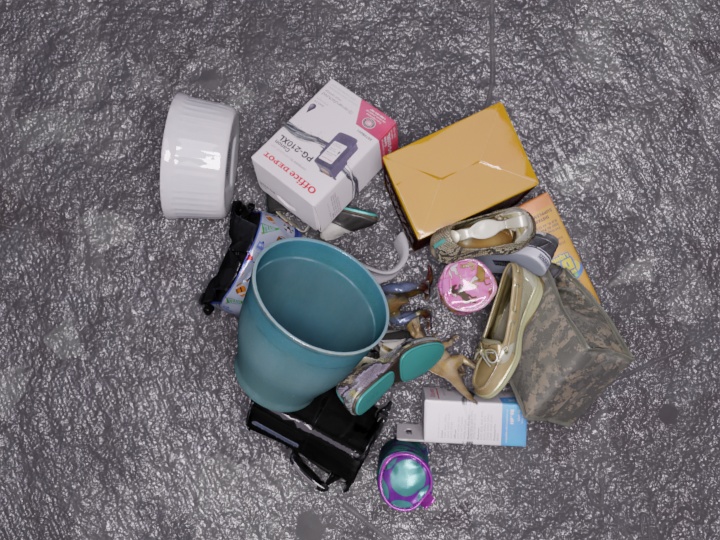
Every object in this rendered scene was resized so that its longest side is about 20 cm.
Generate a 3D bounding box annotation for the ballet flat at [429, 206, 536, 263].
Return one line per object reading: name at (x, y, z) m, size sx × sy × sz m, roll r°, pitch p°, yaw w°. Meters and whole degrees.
ballet flat at (0.193, -0.056, 1.106) m, size 0.198 × 0.075 × 0.069 m, roll -14°, pitch 78°, yaw -27°

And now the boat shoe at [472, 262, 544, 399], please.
boat shoe at (0.208, 0.090, 1.150) m, size 0.063 × 0.073 × 0.203 m, roll 28°, pitch 85°, yaw -25°

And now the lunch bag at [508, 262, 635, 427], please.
lunch bag at (0.294, 0.108, 1.178) m, size 0.116 × 0.201 × 0.165 m, roll 13°, pitch 126°, yaw -27°

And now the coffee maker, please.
coffee maker at (-0.065, 0.222, 1.210) m, size 0.198 × 0.135 × 0.194 m, roll 28°, pitch 115°, yaw 5°

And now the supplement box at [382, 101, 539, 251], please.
supplement box at (0.147, -0.138, 1.212) m, size 0.195 × 0.200 × 0.134 m, roll -25°, pitch 86°, yaw 1°

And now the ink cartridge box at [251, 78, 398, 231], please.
ink cartridge box at (-0.056, -0.187, 1.246) m, size 0.144 × 0.085 × 0.200 m, roll 37°, pitch 72°, yaw 20°

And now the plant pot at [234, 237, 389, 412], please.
plant pot at (-0.087, 0.091, 1.084) m, size 0.199 × 0.200 × 0.189 m, roll 36°, pitch 129°, yaw 5°

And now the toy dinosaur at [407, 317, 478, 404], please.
toy dinosaur at (0.142, 0.153, 1.234) m, size 0.201 × 0.100 × 0.059 m, roll 53°, pitch 127°, yaw 35°

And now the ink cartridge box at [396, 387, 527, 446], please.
ink cartridge box at (0.156, 0.229, 1.223) m, size 0.197 × 0.116 × 0.068 m, roll 2°, pitch 91°, yaw 2°

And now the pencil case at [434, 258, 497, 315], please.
pencil case at (0.162, 0.027, 1.198) m, size 0.086 × 0.200 × 0.083 m, roll -39°, pitch 84°, yaw 1°

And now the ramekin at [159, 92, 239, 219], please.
ramekin at (-0.254, -0.177, 1.242) m, size 0.096 × 0.200 × 0.204 m, roll 7°, pitch 86°, yaw -4°

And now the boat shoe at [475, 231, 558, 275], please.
boat shoe at (0.223, -0.043, 1.232) m, size 0.074 × 0.198 × 0.068 m, roll 49°, pitch 64°, yaw -31°

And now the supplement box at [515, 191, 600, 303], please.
supplement box at (0.317, -0.022, 1.262) m, size 0.066 × 0.069 × 0.202 m, roll -26°, pitch 88°, yaw 2°

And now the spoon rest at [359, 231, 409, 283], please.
spoon rest at (0.000, 0.000, 1.239) m, size 0.198 × 0.100 × 0.061 m, roll -24°, pitch 70°, yaw -27°

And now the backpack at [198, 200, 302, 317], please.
backpack at (-0.160, -0.002, 1.223) m, size 0.152 × 0.190 × 0.203 m, roll 20°, pitch 87°, yaw -10°

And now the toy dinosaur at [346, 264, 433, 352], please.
toy dinosaur at (0.024, 0.068, 1.233) m, size 0.179 × 0.200 × 0.107 m, roll -2°, pitch 105°, yaw 10°

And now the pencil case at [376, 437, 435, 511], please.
pencil case at (0.069, 0.308, 1.181) m, size 0.085 × 0.200 × 0.092 m, roll -44°, pitch 84°, yaw -1°

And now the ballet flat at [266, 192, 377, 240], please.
ballet flat at (-0.068, -0.091, 1.292) m, size 0.198 × 0.068 × 0.069 m, roll 20°, pitch 97°, yaw 15°

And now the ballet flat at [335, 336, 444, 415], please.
ballet flat at (0.040, 0.140, 1.147) m, size 0.199 × 0.072 × 0.073 m, roll -28°, pitch 84°, yaw -36°

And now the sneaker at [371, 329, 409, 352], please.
sneaker at (-0.017, 0.092, 1.268) m, size 0.197 × 0.074 × 0.081 m, roll 7°, pitch 80°, yaw 4°
